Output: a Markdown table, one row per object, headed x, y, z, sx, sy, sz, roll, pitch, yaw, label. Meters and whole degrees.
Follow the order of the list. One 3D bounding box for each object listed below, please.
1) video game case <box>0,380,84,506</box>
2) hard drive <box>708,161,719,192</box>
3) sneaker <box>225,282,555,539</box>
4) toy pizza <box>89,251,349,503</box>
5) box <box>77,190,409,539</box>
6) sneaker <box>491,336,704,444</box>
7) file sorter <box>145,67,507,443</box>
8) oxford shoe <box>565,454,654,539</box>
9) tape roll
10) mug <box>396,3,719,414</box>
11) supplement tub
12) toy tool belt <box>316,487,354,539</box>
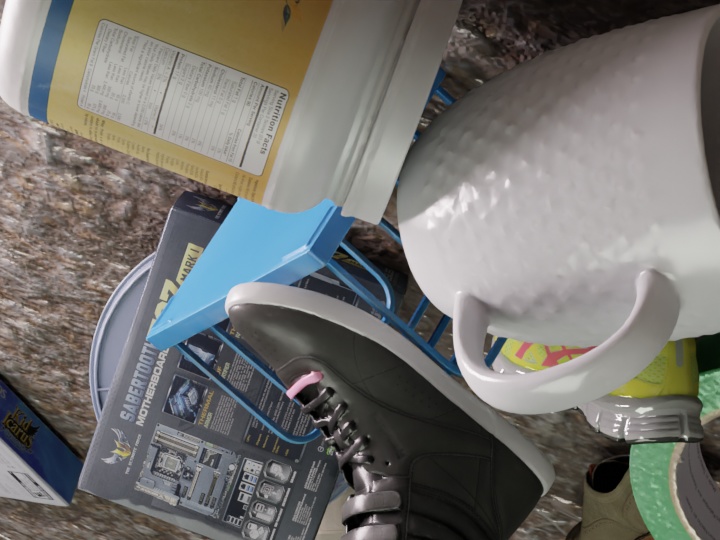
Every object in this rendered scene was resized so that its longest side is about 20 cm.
| x | y | z | sx | sy | sz | roll | pitch | yaw | label |
| --- | --- | --- | --- | --- | --- | --- | --- | --- | --- |
| -0.356 | 0.125 | 1.862 | 0.180 | 0.046 | 0.200 | 4 | 150 | 27 | video game case |
| 0.200 | -0.029 | 1.161 | 0.198 | 0.043 | 0.135 | 5 | 150 | 29 | hard drive |
| 0.001 | 0.091 | 1.130 | 0.199 | 0.100 | 0.071 | 36 | 152 | -10 | sneaker |
| -0.078 | 0.070 | 1.441 | 0.198 | 0.202 | 0.032 | 19 | -165 | 3 | toy pizza |
| -0.075 | 0.071 | 1.397 | 0.156 | 0.202 | 0.051 | 19 | -165 | 0 | box |
| 0.142 | 0.037 | 1.292 | 0.077 | 0.091 | 0.200 | -2 | -168 | -26 | sneaker |
| 0.000 | 0.000 | 1.229 | 0.122 | 0.139 | 0.200 | 40 | 150 | -14 | file sorter |
| 0.184 | 0.162 | 1.543 | 0.075 | 0.070 | 0.200 | 49 | 153 | 1 | oxford shoe |
| 0.262 | 0.125 | 1.322 | 0.199 | 0.048 | 0.202 | 17 | 130 | 20 | tape roll |
| 0.106 | -0.017 | 1.042 | 0.174 | 0.201 | 0.148 | -11 | 133 | 31 | mug |
| -0.062 | -0.114 | 1.068 | 0.198 | 0.146 | 0.145 | 20 | 154 | -2 | supplement tub |
| -0.027 | 0.145 | 1.570 | 0.122 | 0.126 | 0.199 | -17 | -177 | -44 | toy tool belt |
